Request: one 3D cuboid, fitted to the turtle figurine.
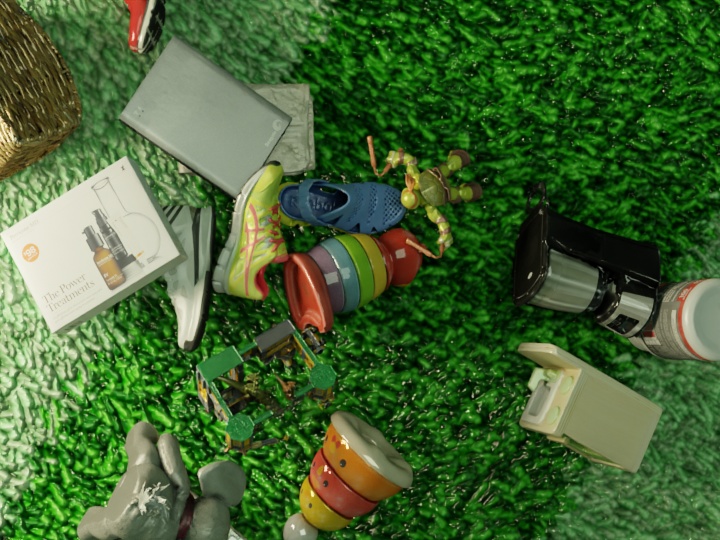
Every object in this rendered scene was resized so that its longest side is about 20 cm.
[{"bbox_3d":[0.103,-0.128,1.429,0.160,0.064,0.202,-26,81,-42],"label":"turtle figurine"}]

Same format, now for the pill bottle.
[{"bbox_3d":[0.480,0.075,1.469,0.114,0.200,0.118,1,86,-14],"label":"pill bottle"}]

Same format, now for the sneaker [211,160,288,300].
[{"bbox_3d":[-0.132,-0.051,1.355,0.089,0.078,0.203,23,108,10],"label":"sneaker"}]

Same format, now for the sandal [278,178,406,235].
[{"bbox_3d":[-0.025,-0.093,1.410,0.196,0.087,0.081,-2,84,-16],"label":"sandal"}]

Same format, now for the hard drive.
[{"bbox_3d":[-0.211,-0.208,1.364,0.198,0.033,0.141,34,79,-9],"label":"hard drive"}]

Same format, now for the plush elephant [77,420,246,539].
[{"bbox_3d":[-0.226,0.297,1.215,0.154,0.199,0.167,34,72,-26],"label":"plush elephant"}]

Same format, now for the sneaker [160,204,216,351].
[{"bbox_3d":[-0.262,0.008,1.357,0.113,0.076,0.204,4,77,-5],"label":"sneaker"}]

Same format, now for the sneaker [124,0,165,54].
[{"bbox_3d":[-0.314,-0.396,1.373,0.083,0.077,0.204,1,79,-3],"label":"sneaker"}]

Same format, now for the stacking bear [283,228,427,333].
[{"bbox_3d":[0.000,0.000,1.403,0.197,0.121,0.116,-20,98,-24],"label":"stacking bear"}]

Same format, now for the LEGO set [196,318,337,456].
[{"bbox_3d":[-0.131,0.166,1.341,0.199,0.116,0.154,-37,70,-25],"label":"LEGO set"}]

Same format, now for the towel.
[{"bbox_3d":[-0.161,-0.202,1.410,0.196,0.034,0.135,0,85,-13],"label":"towel"}]

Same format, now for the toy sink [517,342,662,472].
[{"bbox_3d":[0.314,0.203,1.454,0.198,0.130,0.113,30,80,-11],"label":"toy sink"}]

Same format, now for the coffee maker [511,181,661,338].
[{"bbox_3d":[0.341,-0.016,1.475,0.197,0.135,0.196,16,81,-13],"label":"coffee maker"}]

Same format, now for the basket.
[{"bbox_3d":[-0.480,-0.239,1.315,0.142,0.148,0.202,-35,96,-47],"label":"basket"}]

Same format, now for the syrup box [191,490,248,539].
[{"bbox_3d":[-0.217,0.358,1.328,0.200,0.081,0.079,43,76,-6],"label":"syrup box"}]

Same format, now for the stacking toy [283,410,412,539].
[{"bbox_3d":[-0.035,0.311,1.370,0.146,0.146,0.201,39,93,-9],"label":"stacking toy"}]

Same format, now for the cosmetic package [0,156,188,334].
[{"bbox_3d":[-0.350,-0.032,1.304,0.198,0.052,0.152,-31,83,1],"label":"cosmetic package"}]
